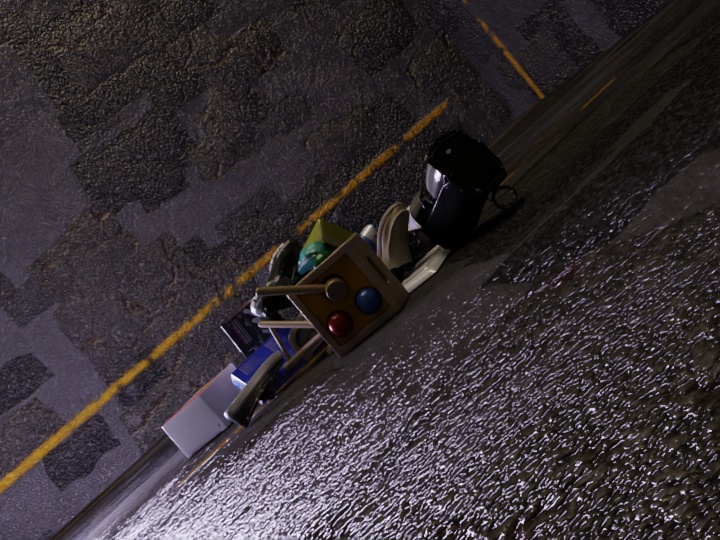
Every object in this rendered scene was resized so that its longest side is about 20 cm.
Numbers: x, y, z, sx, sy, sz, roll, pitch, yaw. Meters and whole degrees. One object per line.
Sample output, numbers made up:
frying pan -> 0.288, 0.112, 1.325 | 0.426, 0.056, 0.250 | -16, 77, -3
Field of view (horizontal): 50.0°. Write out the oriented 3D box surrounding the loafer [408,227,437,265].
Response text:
loafer -> 0.135, -0.067, 1.669 | 0.063, 0.072, 0.200 | -35, -6, 40

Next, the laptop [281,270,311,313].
laptop -> -0.105, 0.081, 1.889 | 0.177, 0.104, 0.200 | -40, -15, 27

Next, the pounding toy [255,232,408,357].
pounding toy -> -0.049, 0.041, 1.426 | 0.184, 0.200, 0.142 | -40, 4, 16

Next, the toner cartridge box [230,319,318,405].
toner cartridge box -> -0.191, 0.206, 1.760 | 0.200, 0.095, 0.043 | -43, -31, -35

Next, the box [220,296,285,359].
box -> -0.264, 0.146, 1.972 | 0.115, 0.132, 0.200 | -39, 3, -1

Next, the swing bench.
swing bench -> -0.077, 0.093, 1.675 | 0.199, 0.130, 0.199 | -22, 13, 36

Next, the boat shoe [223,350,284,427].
boat shoe -> -0.209, 0.253, 1.641 | 0.070, 0.066, 0.200 | -53, -1, 43

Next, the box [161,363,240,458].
box -> -0.379, 0.351, 1.956 | 0.152, 0.106, 0.200 | -40, 3, 21

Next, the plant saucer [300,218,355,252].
plant saucer -> -0.057, -0.003, 1.929 | 0.201, 0.199, 0.048 | -59, 15, 29

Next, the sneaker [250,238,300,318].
sneaker -> -0.181, 0.025, 1.776 | 0.090, 0.066, 0.201 | 28, 91, 59

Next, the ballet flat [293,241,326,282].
ballet flat -> -0.146, -0.005, 1.882 | 0.200, 0.067, 0.071 | -39, 31, 34

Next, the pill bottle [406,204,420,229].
pill bottle -> 0.182, -0.147, 2.071 | 0.104, 0.104, 0.200 | -42, 4, -24

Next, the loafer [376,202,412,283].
loafer -> 0.073, -0.036, 1.561 | 0.075, 0.068, 0.201 | -14, -62, -55

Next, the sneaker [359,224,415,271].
sneaker -> 0.069, -0.050, 1.698 | 0.199, 0.074, 0.083 | 9, -75, -47

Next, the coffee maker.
coffee maker -> 0.189, -0.131, 1.464 | 0.134, 0.193, 0.200 | -21, -25, -17

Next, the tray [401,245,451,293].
tray -> 0.131, -0.008, 1.554 | 0.107, 0.022, 0.200 | -41, 3, 27
